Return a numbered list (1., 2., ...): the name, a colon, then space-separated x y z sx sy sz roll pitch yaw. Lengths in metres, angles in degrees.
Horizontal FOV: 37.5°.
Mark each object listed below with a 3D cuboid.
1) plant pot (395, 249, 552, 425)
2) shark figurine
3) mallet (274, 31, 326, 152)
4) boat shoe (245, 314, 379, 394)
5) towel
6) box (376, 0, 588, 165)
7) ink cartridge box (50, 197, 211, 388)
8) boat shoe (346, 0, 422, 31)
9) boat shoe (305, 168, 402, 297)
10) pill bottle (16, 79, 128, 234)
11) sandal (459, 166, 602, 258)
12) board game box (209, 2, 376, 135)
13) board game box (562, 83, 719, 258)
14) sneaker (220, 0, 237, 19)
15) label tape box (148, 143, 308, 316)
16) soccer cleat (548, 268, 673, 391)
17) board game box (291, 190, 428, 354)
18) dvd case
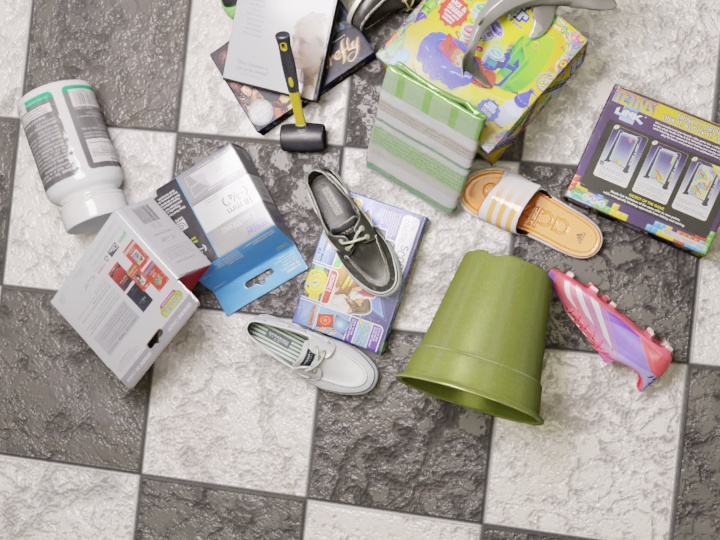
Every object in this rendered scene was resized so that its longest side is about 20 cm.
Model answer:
1. plant pot: 0.169 0.081 1.384 0.200 0.200 0.190 17 79 10
2. shark figurine: 0.193 -0.329 1.305 0.214 0.090 0.128 -30 82 3
3. mallet: -0.099 -0.238 1.436 0.066 0.200 0.041 -5 48 13
4. boat shoe: -0.073 0.121 1.470 0.199 0.067 0.074 20 92 10
5. towel: 0.085 -0.172 1.395 0.149 0.200 0.031 32 57 11
6. box: 0.162 -0.283 1.413 0.200 0.122 0.193 42 95 8
7. ink cartridge box: -0.306 0.034 1.472 0.176 0.084 0.200 48 120 8
8. boat shoe: 0.069 -0.394 1.450 0.201 0.072 0.061 -44 83 -3
9. boat shoe: -0.015 -0.050 1.429 0.071 0.064 0.200 -35 83 7
10. pill bottle: -0.406 -0.160 1.514 0.113 0.113 0.201 -21 85 9
11. sandal: 0.231 -0.081 1.426 0.206 0.059 0.079 25 93 10
12. board game box: -0.096 -0.304 1.502 0.200 0.035 0.136 -34 83 7
13. board game box: 0.393 -0.131 1.401 0.200 0.057 0.166 25 91 10
14. sneaker: -0.121 -0.437 1.490 0.200 0.077 0.084 -36 87 6
15. label tape box: -0.186 -0.056 1.497 0.144 0.063 0.200 -30 83 9
16. soccer cleat: 0.321 0.075 1.406 0.200 0.067 0.077 37 99 6
17. board game box: 0.000 0.000 1.476 0.135 0.034 0.201 20 92 9
18. dvd case: -0.104 -0.344 1.457 0.142 0.018 0.201 15 103 10
